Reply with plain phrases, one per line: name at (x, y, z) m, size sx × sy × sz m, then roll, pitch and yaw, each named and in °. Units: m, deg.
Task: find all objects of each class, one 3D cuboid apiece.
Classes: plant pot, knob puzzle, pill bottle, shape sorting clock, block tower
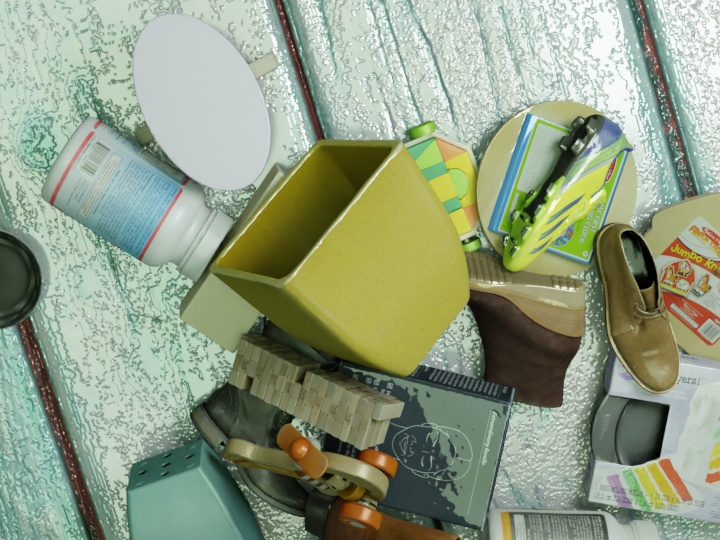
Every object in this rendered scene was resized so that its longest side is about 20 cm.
plant pot at (-0.186, 0.307, 1.652) m, size 0.140 × 0.141 × 0.202 m, roll -18°, pitch 103°, yaw 1°
plant pot at (0.000, 0.000, 1.545) m, size 0.200 × 0.194 × 0.196 m, roll 46°, pitch 73°, yaw -24°
knob puzzle at (0.412, -0.008, 1.683) m, size 0.217 × 0.031 × 0.222 m, roll 2°, pitch 111°, yaw 5°
pill bottle at (0.241, 0.336, 1.693) m, size 0.197 × 0.116 × 0.118 m, roll 2°, pitch 98°, yaw -1°
shape sorting clock at (0.224, -0.093, 1.664) m, size 0.198 × 0.039 × 0.203 m, roll -2°, pitch 98°, yaw -11°
block tower at (-0.054, 0.132, 1.595) m, size 0.199 × 0.054 × 0.058 m, roll 22°, pitch 101°, yaw 26°
pill bottle at (-0.246, -0.074, 1.625) m, size 0.199 × 0.109 × 0.109 m, roll 33°, pitch 95°, yaw -6°

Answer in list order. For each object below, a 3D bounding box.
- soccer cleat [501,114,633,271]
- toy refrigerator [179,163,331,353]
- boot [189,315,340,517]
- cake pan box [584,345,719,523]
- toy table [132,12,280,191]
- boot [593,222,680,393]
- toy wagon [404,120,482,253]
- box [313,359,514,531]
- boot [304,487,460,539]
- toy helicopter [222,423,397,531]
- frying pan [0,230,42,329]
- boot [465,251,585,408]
soccer cleat at (0.231, -0.077, 1.616) m, size 0.083 × 0.065 × 0.201 m, roll 33°, pitch 91°, yaw -21°
toy refrigerator at (-0.121, -0.015, 1.659) m, size 0.076 × 0.070 × 0.201 m, roll 33°, pitch 96°, yaw -13°
boot at (-0.083, 0.164, 1.679) m, size 0.200 × 0.069 × 0.174 m, roll 45°, pitch 94°, yaw 0°
cake pan box at (0.367, 0.191, 1.705) m, size 0.198 × 0.052 × 0.186 m, roll 11°, pitch 98°, yaw 1°
toy table at (-0.172, -0.185, 1.609) m, size 0.182 × 0.117 × 0.202 m, roll -18°, pitch 97°, yaw 1°
boot at (0.314, 0.045, 1.632) m, size 0.073 × 0.075 × 0.202 m, roll -19°, pitch 95°, yaw -8°
toy wagon at (0.046, -0.072, 1.669) m, size 0.198 × 0.040 × 0.157 m, roll -23°, pitch 97°, yaw 1°
box at (0.064, 0.189, 1.656) m, size 0.198 × 0.107 × 0.150 m, roll 14°, pitch 97°, yaw 8°
boot at (0.032, 0.349, 1.652) m, size 0.198 × 0.068 × 0.190 m, roll 17°, pitch 114°, yaw 31°
toy helicopter at (-0.065, 0.210, 1.569) m, size 0.198 × 0.132 × 0.080 m, roll 8°, pitch 67°, yaw 26°
frying pan at (-0.449, 0.032, 1.672) m, size 0.189 × 0.031 × 0.115 m, roll -36°, pitch 97°, yaw 7°
boot at (0.154, 0.073, 1.666) m, size 0.198 × 0.073 × 0.168 m, roll 12°, pitch 119°, yaw 3°
